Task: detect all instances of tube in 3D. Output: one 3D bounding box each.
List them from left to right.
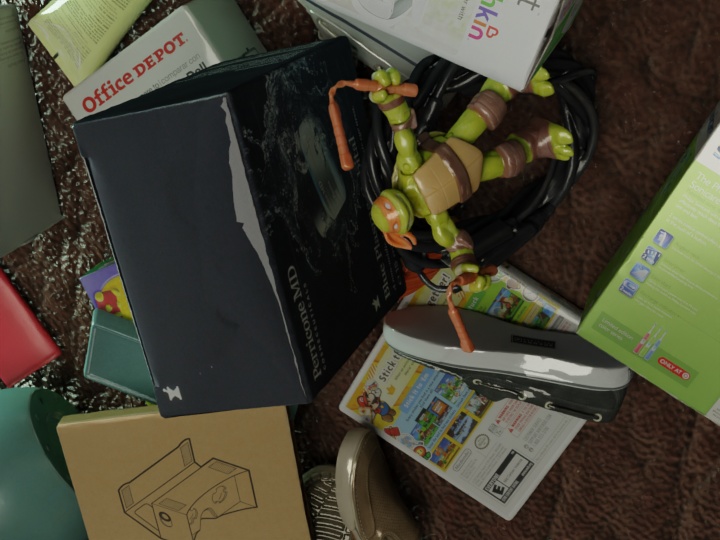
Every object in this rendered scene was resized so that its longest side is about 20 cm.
[{"bbox_3d":[-0.194,-0.232,0.922,0.052,0.058,0.200,22,132,-39],"label":"tube"}]

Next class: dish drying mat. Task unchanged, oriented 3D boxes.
[{"bbox_3d":[-0.369,0.015,1.096,0.076,0.018,0.201,-30,98,26],"label":"dish drying mat"}]

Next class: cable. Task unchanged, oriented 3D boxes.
[{"bbox_3d":[0.090,-0.091,0.828,0.200,0.051,0.164,-39,116,-8],"label":"cable"}]

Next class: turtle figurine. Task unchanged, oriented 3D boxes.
[{"bbox_3d":[0.066,-0.061,0.763,0.201,0.161,0.064,61,160,-16],"label":"turtle figurine"}]

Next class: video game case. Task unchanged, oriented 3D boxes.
[{"bbox_3d":[0.101,0.091,0.963,0.181,0.023,0.201,33,119,4],"label":"video game case"}]

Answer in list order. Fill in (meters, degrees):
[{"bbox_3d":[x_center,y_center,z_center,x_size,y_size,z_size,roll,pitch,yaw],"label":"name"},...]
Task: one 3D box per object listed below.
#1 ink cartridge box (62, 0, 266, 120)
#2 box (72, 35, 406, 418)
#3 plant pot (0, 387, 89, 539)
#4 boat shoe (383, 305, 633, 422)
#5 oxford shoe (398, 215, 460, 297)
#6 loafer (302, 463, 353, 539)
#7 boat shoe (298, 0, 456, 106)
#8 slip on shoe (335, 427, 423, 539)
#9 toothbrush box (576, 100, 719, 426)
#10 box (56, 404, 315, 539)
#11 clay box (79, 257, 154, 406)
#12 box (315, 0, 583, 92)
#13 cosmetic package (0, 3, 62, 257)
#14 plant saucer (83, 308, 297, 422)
[{"bbox_3d":[-0.122,-0.101,0.926,0.146,0.083,0.201,-29,99,26],"label":"ink cartridge box"},{"bbox_3d":[-0.068,-0.035,0.771,0.116,0.200,0.198,-7,107,24],"label":"box"},{"bbox_3d":[-0.330,0.203,1.066,0.160,0.201,0.201,-33,99,6],"label":"plant pot"},{"bbox_3d":[0.112,0.076,0.902,0.198,0.069,0.057,11,115,13],"label":"boat shoe"},{"bbox_3d":[0.000,0.000,0.925,0.200,0.071,0.073,-39,72,35],"label":"oxford shoe"},{"bbox_3d":[-0.051,0.268,1.063,0.075,0.068,0.202,18,100,2],"label":"loafer"},{"bbox_3d":[-0.004,-0.194,0.861,0.199,0.072,0.066,32,139,5],"label":"boat shoe"},{"bbox_3d":[0.026,0.227,1.012,0.060,0.076,0.202,1,114,24],"label":"slip on shoe"},{"bbox_3d":[0.272,-0.006,0.828,0.145,0.086,0.201,31,118,5],"label":"toothbrush box"},{"bbox_3d":[-0.148,0.190,0.996,0.198,0.021,0.165,-7,111,5],"label":"box"},{"bbox_3d":[-0.153,0.069,1.026,0.114,0.048,0.201,-21,103,25],"label":"clay box"},{"bbox_3d":[0.064,-0.216,0.751,0.175,0.200,0.097,25,118,7],"label":"box"},{"bbox_3d":[-0.333,-0.117,0.978,0.080,0.113,0.202,1,109,18],"label":"cosmetic package"},{"bbox_3d":[-0.151,0.098,1.001,0.198,0.019,0.070,20,115,8],"label":"plant saucer"}]
